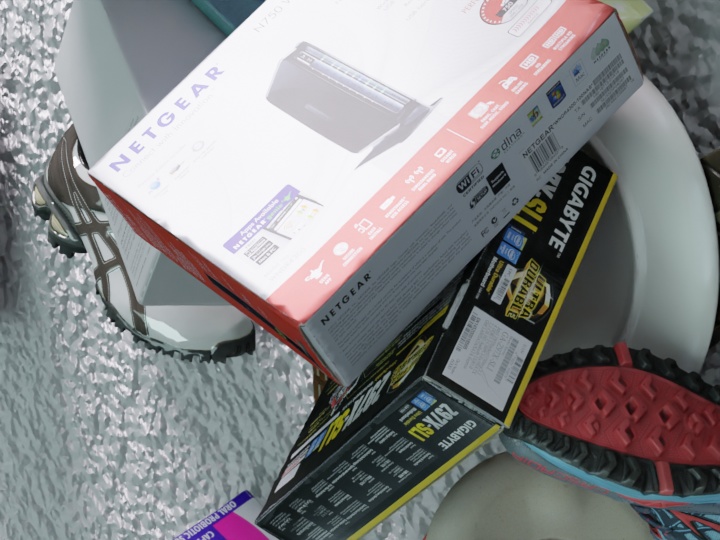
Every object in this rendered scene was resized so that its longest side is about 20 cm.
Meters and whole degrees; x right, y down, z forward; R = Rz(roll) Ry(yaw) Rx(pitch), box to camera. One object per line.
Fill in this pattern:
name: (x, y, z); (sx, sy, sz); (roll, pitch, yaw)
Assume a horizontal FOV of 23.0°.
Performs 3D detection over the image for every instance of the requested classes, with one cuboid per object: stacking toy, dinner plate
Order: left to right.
stacking toy: (0.069, 0.185, 0.988); (0.146, 0.146, 0.200); (65, 154, 6)
dinner plate: (0.106, -0.012, 0.892); (0.200, 0.024, 0.200); (24, 118, 57)

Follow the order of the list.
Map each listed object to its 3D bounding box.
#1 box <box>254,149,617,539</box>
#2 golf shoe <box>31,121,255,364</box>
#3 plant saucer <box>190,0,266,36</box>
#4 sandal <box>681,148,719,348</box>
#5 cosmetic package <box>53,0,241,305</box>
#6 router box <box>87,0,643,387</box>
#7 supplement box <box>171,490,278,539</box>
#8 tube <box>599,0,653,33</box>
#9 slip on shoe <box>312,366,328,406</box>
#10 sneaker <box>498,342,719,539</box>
box: (0.034, 0.041, 0.862); (0.049, 0.160, 0.200); (32, 144, -9)
golf shoe: (-0.134, -0.024, 1.117); (0.200, 0.078, 0.095); (41, 128, 24)
plant saucer: (-0.040, -0.136, 0.998); (0.200, 0.070, 0.019); (45, 142, 23)
sandal: (0.176, 0.001, 0.854); (0.082, 0.055, 0.200); (66, 151, 23)
cosmetic package: (-0.092, -0.079, 0.992); (0.085, 0.108, 0.200); (-65, 36, 37)
router box: (-0.002, -0.065, 0.821); (0.179, 0.200, 0.049); (32, 163, 43)
supplement box: (-0.048, 0.251, 1.096); (0.200, 0.101, 0.103); (41, 144, 25)
tube: (0.052, -0.081, 0.884); (0.200, 0.052, 0.058); (-42, 85, 12)
slip on shoe: (0.000, 0.000, 1.015); (0.076, 0.061, 0.200); (137, 127, -74)
sneaker: (0.148, 0.101, 0.825); (0.096, 0.200, 0.079); (119, 158, -43)
